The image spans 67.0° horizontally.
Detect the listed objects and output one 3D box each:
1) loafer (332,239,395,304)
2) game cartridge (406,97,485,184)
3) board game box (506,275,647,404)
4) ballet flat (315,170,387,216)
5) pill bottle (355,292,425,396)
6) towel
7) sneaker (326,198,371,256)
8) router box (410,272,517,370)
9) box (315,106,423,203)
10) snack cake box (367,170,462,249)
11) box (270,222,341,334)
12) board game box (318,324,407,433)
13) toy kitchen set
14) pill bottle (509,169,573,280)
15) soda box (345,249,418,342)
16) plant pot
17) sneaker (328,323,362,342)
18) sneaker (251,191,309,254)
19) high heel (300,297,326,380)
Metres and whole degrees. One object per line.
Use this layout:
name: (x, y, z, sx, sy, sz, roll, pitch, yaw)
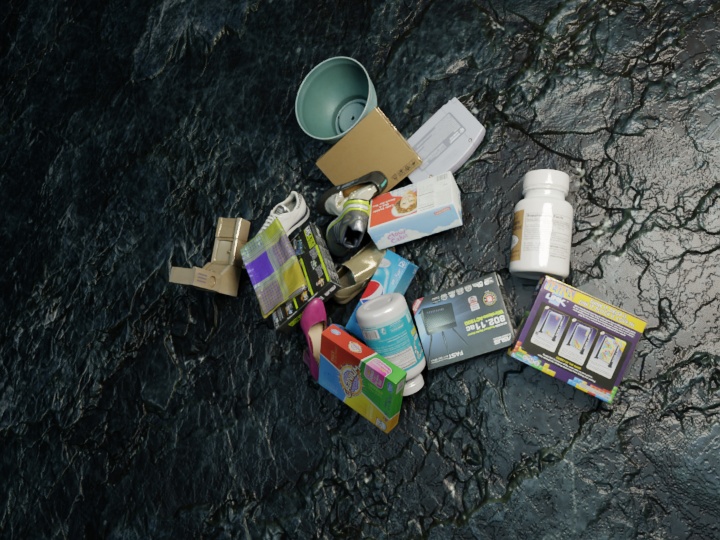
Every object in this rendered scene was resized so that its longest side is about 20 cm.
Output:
loafer: (0.000, 0.000, 1.260, 0.200, 0.067, 0.076, -48, 64, 10)
game cartridge: (0.182, -0.283, 1.247, 0.200, 0.040, 0.134, -41, 62, 13)
board game box: (0.400, 0.126, 1.017, 0.198, 0.057, 0.167, 25, 90, 8)
ballet flat: (-0.028, -0.169, 1.252, 0.198, 0.068, 0.069, -26, 28, 26)
pill bottle: (0.071, 0.158, 1.142, 0.109, 0.111, 0.203, -14, 105, 22)
towel: (-0.209, -0.006, 1.280, 0.143, 0.023, 0.202, -32, 67, 23)
sneaker: (-0.034, -0.081, 1.236, 0.073, 0.200, 0.082, 12, 60, -12)
router box: (0.217, 0.109, 1.135, 0.198, 0.062, 0.152, -22, 72, 21)
box: (0.018, -0.249, 1.247, 0.199, 0.021, 0.164, -36, 107, 30)
snack cake box: (0.119, -0.131, 1.201, 0.197, 0.067, 0.116, -16, 43, 21)
box: (-0.148, 0.018, 1.300, 0.193, 0.047, 0.201, -40, 48, 18)
board game box: (-0.001, 0.226, 1.138, 0.199, 0.040, 0.155, 29, 131, 29)
toy kitchen set: (-0.341, -0.046, 1.372, 0.161, 0.180, 0.203, 5, 81, 25)
pill bottle: (0.360, -0.089, 1.077, 0.113, 0.114, 0.203, 4, 81, 26)
soda box: (0.049, 0.061, 1.224, 0.064, 0.068, 0.202, 30, 94, 27)
plant pot: (-0.039, -0.389, 1.319, 0.197, 0.134, 0.204, -5, 78, 25)
sneaker: (-0.020, 0.199, 1.227, 0.083, 0.071, 0.200, -46, 63, 13)
sneaker: (-0.213, -0.111, 1.352, 0.076, 0.081, 0.201, 34, 78, 19)
high heel: (-0.087, 0.161, 1.230, 0.096, 0.067, 0.202, 39, 139, 39)
